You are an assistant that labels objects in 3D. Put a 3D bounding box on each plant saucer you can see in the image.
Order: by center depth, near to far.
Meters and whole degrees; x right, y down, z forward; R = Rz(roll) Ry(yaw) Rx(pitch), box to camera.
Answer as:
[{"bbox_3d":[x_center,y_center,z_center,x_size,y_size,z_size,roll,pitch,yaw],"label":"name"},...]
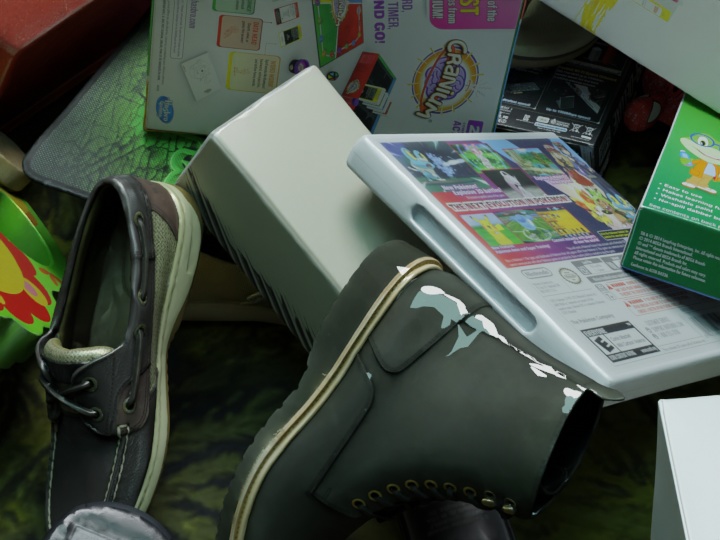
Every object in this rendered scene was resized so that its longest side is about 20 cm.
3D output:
[{"bbox_3d":[-0.175,-0.150,1.156,0.199,0.200,0.037,-40,87,-29],"label":"plant saucer"}]

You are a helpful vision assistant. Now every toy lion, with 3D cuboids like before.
[{"bbox_3d":[-0.220,-0.021,1.027,0.069,0.200,0.192,-44,62,8],"label":"toy lion"}]

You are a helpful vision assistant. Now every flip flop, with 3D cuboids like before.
[{"bbox_3d":[0.143,-0.180,1.154,0.199,0.058,0.081,-20,49,-16],"label":"flip flop"}]

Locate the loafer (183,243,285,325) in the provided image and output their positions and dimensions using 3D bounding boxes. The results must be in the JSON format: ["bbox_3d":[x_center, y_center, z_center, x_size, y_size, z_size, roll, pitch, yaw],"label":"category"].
[{"bbox_3d":[-0.041,-0.011,1.073,0.199,0.068,0.076,-4,47,2],"label":"loafer"}]

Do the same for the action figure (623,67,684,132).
[{"bbox_3d":[0.239,-0.137,1.178,0.200,0.052,0.065,-33,70,-21],"label":"action figure"}]

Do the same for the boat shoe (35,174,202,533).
[{"bbox_3d":[-0.135,0.048,0.969,0.073,0.065,0.201,3,80,36],"label":"boat shoe"}]

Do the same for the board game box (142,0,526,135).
[{"bbox_3d":[-0.015,-0.136,1.040,0.199,0.153,0.040,6,44,-6],"label":"board game box"}]

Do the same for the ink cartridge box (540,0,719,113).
[{"bbox_3d":[0.191,-0.195,1.063,0.200,0.126,0.129,34,45,13],"label":"ink cartridge box"}]

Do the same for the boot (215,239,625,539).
[{"bbox_3d":[0.021,0.105,0.889,0.138,0.201,0.077,32,15,29],"label":"boot"}]

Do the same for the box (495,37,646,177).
[{"bbox_3d":[0.073,-0.132,1.189,0.199,0.050,0.158,13,49,17],"label":"box"}]

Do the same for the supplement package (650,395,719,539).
[{"bbox_3d":[0.230,0.159,0.804,0.199,0.192,0.147,-5,46,0],"label":"supplement package"}]

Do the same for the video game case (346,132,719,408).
[{"bbox_3d":[0.108,-0.007,0.989,0.182,0.023,0.200,46,27,23],"label":"video game case"}]

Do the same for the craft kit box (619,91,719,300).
[{"bbox_3d":[0.258,-0.035,1.034,0.199,0.049,0.198,19,33,8],"label":"craft kit box"}]

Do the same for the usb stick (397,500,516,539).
[{"bbox_3d":[0.063,0.176,0.914,0.055,0.033,0.200,-17,47,-1],"label":"usb stick"}]

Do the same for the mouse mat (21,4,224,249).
[{"bbox_3d":[-0.082,-0.089,1.096,0.160,0.008,0.200,19,44,11],"label":"mouse mat"}]

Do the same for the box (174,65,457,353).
[{"bbox_3d":[0.000,0.000,0.992,0.082,0.068,0.200,-36,86,-32],"label":"box"}]

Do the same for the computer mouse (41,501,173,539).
[{"bbox_3d":[-0.171,0.195,0.897,0.140,0.046,0.201,17,57,-4],"label":"computer mouse"}]
